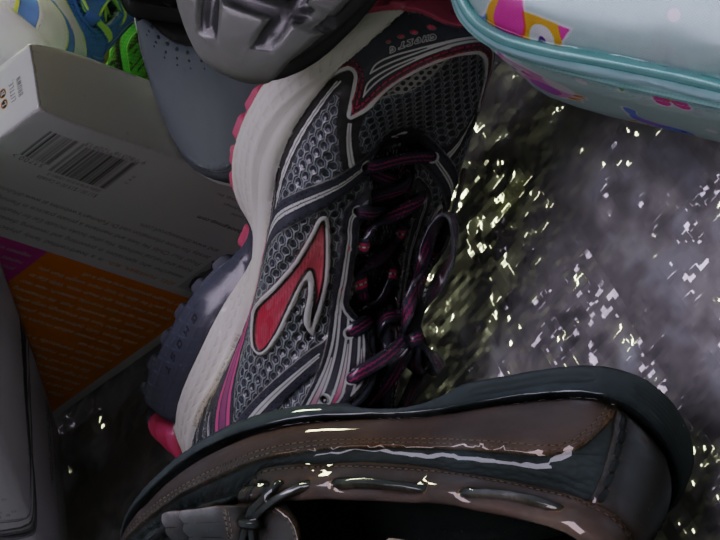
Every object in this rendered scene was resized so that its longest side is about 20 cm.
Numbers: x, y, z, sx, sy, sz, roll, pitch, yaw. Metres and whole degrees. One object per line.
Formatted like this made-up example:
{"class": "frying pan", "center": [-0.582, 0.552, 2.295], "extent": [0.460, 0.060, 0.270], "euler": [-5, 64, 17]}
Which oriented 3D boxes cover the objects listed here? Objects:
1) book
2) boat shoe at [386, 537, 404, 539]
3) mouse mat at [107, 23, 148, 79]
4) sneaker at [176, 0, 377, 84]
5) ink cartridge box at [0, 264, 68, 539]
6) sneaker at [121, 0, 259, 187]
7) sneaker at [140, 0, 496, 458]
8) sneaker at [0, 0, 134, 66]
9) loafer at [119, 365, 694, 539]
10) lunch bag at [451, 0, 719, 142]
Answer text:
{"class": "book", "center": [-0.126, -0.001, 0.869], "extent": [0.200, 0.133, 0.048], "euler": [-31, 57, 34]}
{"class": "boat shoe", "center": [0.070, 0.143, 0.646], "extent": [0.200, 0.093, 0.075], "euler": [21, 45, 30]}
{"class": "mouse mat", "center": [-0.111, -0.076, 0.990], "extent": [0.200, 0.008, 0.161], "euler": [-36, 49, 33]}
{"class": "sneaker", "center": [0.011, -0.137, 0.723], "extent": [0.075, 0.079, 0.200], "euler": [22, 77, 17]}
{"class": "ink cartridge box", "center": [-0.184, 0.054, 0.828], "extent": [0.146, 0.200, 0.084], "euler": [-9, 57, 0]}
{"class": "sneaker", "center": [-0.071, -0.110, 0.736], "extent": [0.084, 0.121, 0.200], "euler": [2, 109, 34]}
{"class": "sneaker", "center": [0.000, 0.000, 0.767], "extent": [0.075, 0.081, 0.200], "euler": [50, 133, 36]}
{"class": "sneaker", "center": [-0.111, -0.107, 0.896], "extent": [0.105, 0.076, 0.200], "euler": [-54, 8, -3]}
{"class": "loafer", "center": [-0.001, 0.079, 0.718], "extent": [0.200, 0.072, 0.063], "euler": [-19, 25, 32]}
{"class": "lunch bag", "center": [0.122, -0.134, 0.679], "extent": [0.160, 0.077, 0.200], "euler": [17, 86, 29]}
